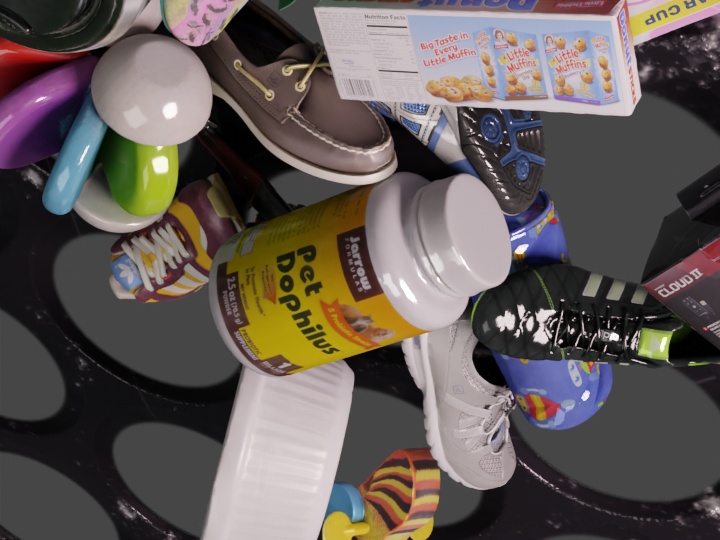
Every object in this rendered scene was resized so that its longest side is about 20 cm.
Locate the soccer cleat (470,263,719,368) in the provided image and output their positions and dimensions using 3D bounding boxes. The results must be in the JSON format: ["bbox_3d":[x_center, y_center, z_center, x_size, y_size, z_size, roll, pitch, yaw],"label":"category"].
[{"bbox_3d":[0.171,0.036,1.101,0.081,0.199,0.068,33,116,58],"label":"soccer cleat"}]

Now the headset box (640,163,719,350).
[{"bbox_3d":[0.298,0.002,1.058,0.200,0.075,0.149,37,139,-11],"label":"headset box"}]

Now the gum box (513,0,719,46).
[{"bbox_3d":[0.161,-0.201,0.925,0.200,0.066,0.114,-18,121,42],"label":"gum box"}]

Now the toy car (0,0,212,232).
[{"bbox_3d":[-0.204,-0.122,1.112,0.201,0.149,0.175,64,149,18],"label":"toy car"}]

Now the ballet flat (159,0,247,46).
[{"bbox_3d":[-0.056,-0.224,0.928,0.071,0.201,0.069,11,165,34],"label":"ballet flat"}]

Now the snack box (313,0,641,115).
[{"bbox_3d":[0.070,-0.135,0.976,0.199,0.024,0.072,7,133,27],"label":"snack box"}]

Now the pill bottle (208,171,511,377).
[{"bbox_3d":[0.000,0.000,1.088,0.199,0.109,0.109,-19,122,33],"label":"pill bottle"}]

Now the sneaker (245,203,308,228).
[{"bbox_3d":[0.002,-0.004,1.234,0.199,0.076,0.079,10,147,32],"label":"sneaker"}]

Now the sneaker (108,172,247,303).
[{"bbox_3d":[-0.144,-0.013,1.229,0.075,0.090,0.200,63,161,7],"label":"sneaker"}]

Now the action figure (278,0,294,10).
[{"bbox_3d":[0.031,-0.237,0.944,0.199,0.119,0.055,-15,152,28],"label":"action figure"}]

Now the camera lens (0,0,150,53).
[{"bbox_3d":[-0.168,-0.243,0.962,0.159,0.200,0.160,16,139,14],"label":"camera lens"}]

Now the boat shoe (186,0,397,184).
[{"bbox_3d":[-0.050,-0.130,1.080,0.200,0.072,0.060,41,141,31],"label":"boat shoe"}]

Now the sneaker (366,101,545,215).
[{"bbox_3d":[0.054,-0.121,1.076,0.077,0.076,0.200,-18,113,48],"label":"sneaker"}]

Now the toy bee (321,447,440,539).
[{"bbox_3d":[0.011,0.244,1.453,0.130,0.109,0.200,-10,159,-24],"label":"toy bee"}]

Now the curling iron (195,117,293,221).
[{"bbox_3d":[-0.082,-0.061,1.189,0.026,0.050,0.200,-41,85,8],"label":"curling iron"}]

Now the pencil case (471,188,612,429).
[{"bbox_3d":[0.130,0.025,1.175,0.078,0.087,0.200,23,147,48],"label":"pencil case"}]

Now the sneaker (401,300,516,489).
[{"bbox_3d":[0.095,0.105,1.281,0.082,0.075,0.200,1,133,30],"label":"sneaker"}]

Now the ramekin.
[{"bbox_3d":[-0.069,0.150,1.339,0.094,0.203,0.203,14,140,-4],"label":"ramekin"}]
